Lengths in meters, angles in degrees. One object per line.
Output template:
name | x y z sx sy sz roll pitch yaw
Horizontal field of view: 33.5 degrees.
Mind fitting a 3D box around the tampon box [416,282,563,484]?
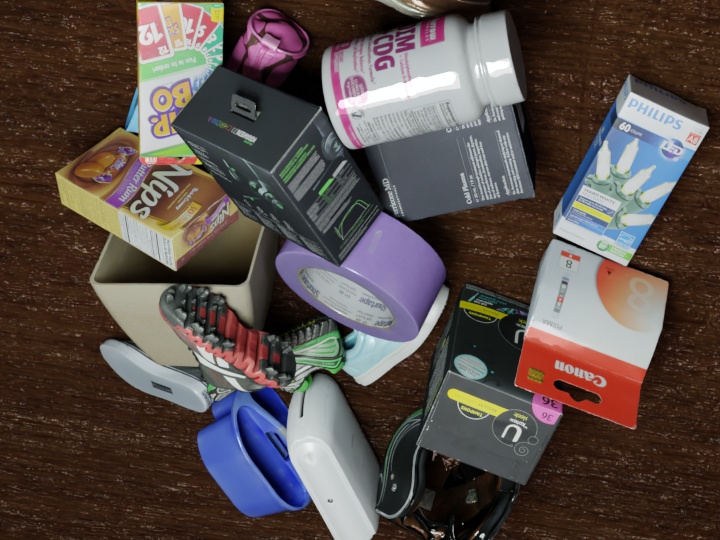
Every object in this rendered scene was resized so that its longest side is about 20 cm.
tampon box | 0.168 0.139 1.513 0.148 0.201 0.127 20 123 -2

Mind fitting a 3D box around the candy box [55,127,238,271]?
candy box | -0.260 -0.091 1.461 0.199 0.117 0.057 28 141 24

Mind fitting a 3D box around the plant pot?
plant pot | -0.203 0.015 1.525 0.197 0.201 0.178 1 132 11

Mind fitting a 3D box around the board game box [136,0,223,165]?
board game box | -0.204 -0.208 1.354 0.094 0.030 0.202 -2 123 -12

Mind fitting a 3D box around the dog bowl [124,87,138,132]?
dog bowl | -0.223 -0.245 1.415 0.049 0.112 0.201 19 123 -16

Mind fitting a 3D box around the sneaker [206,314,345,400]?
sneaker | -0.113 0.133 1.584 0.198 0.078 0.086 -22 98 11

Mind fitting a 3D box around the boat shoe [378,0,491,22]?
boat shoe | 0.054 -0.330 1.328 0.198 0.076 0.072 17 121 -1

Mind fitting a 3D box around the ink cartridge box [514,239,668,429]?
ink cartridge box | 0.282 0.073 1.453 0.160 0.201 0.050 20 143 -2

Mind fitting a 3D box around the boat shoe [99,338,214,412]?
boat shoe | -0.275 0.130 1.673 0.198 0.068 0.074 16 138 31

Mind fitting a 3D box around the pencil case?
pencil case | -0.145 -0.214 1.423 0.091 0.094 0.200 42 119 5

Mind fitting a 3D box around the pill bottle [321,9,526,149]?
pill bottle | 0.068 -0.203 1.255 0.198 0.114 0.114 -11 118 16

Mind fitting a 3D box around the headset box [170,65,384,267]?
headset box | -0.094 -0.120 1.337 0.173 0.093 0.200 27 163 38

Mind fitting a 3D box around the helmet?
helmet | 0.121 0.270 1.607 0.199 0.200 0.192 29 79 -7

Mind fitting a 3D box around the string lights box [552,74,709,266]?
string lights box | 0.316 -0.117 1.412 0.102 0.059 0.201 23 122 -2

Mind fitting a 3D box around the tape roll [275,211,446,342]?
tape roll | 0.000 0.000 1.469 0.198 0.086 0.200 25 159 10

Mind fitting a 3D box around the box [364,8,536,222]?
box | 0.096 -0.177 1.393 0.180 0.104 0.202 -10 118 15

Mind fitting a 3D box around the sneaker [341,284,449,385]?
sneaker | 0.033 0.074 1.575 0.082 0.074 0.200 35 121 -16

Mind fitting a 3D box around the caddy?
caddy | -0.135 0.250 1.676 0.104 0.142 0.201 -22 116 26

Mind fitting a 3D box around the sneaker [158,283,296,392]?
sneaker | -0.171 0.088 1.409 0.097 0.071 0.200 -25 133 34

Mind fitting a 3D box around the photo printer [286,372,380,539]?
photo printer | -0.038 0.251 1.643 0.069 0.167 0.201 -20 115 14
